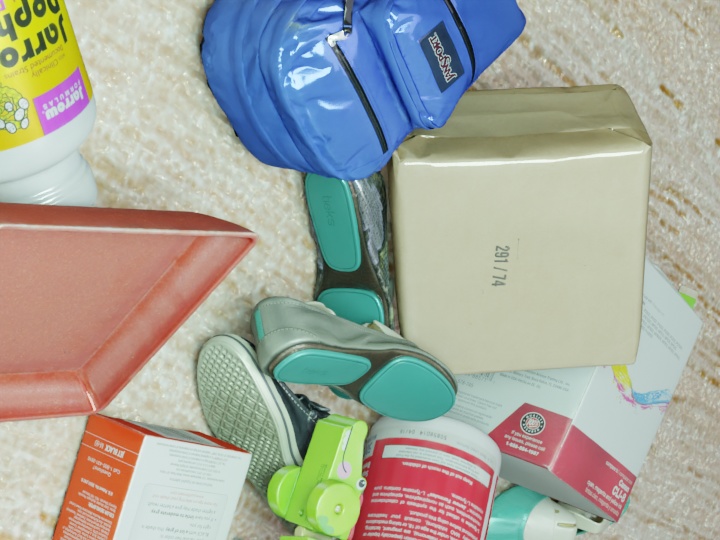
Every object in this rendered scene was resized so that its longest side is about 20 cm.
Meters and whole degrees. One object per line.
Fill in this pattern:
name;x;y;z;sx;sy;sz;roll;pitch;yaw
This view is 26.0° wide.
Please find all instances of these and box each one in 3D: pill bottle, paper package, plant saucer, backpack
pill bottle;0.041;0.223;1.231;0.112;0.112;0.201;46;50;-45
paper package;0.117;-0.030;1.173;0.104;0.189;0.201;-90;177;-55
plant saucer;-0.190;0.024;0.935;0.199;0.037;0.200;0;143;-49
backpack;-0.001;-0.165;1.060;0.200;0.167;0.163;-46;126;-22
pill bottle;-0.211;-0.121;0.883;0.104;0.104;0.201;-37;128;-34

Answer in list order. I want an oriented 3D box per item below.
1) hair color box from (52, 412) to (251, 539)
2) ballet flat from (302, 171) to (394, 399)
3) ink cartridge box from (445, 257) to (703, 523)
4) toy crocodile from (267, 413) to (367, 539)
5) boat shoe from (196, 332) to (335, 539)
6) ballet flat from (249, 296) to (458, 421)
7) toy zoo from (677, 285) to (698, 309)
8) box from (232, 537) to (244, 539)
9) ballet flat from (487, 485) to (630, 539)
hair color box;-0.159;0.208;1.080;0.111;0.064;0.201;19;87;-50
ballet flat;0.000;0.000;1.190;0.072;0.072;0.202;-27;123;-40
ink cartridge box;0.178;0.085;1.352;0.145;0.145;0.201;38;74;-47
toy crocodile;-0.034;0.199;1.091;0.062;0.067;0.201;23;76;-35
boat shoe;-0.059;0.117;1.153;0.062;0.074;0.201;-56;131;-37
ballet flat;-0.001;0.058;1.133;0.067;0.064;0.199;-40;143;25
toy zoo;0.266;0.125;1.467;0.132;0.020;0.201;107;8;-51
box;-0.072;0.315;1.189;0.078;0.095;0.201;-32;123;-36
ballet flat;0.188;0.228;1.468;0.199;0.070;0.068;-13;113;-45
